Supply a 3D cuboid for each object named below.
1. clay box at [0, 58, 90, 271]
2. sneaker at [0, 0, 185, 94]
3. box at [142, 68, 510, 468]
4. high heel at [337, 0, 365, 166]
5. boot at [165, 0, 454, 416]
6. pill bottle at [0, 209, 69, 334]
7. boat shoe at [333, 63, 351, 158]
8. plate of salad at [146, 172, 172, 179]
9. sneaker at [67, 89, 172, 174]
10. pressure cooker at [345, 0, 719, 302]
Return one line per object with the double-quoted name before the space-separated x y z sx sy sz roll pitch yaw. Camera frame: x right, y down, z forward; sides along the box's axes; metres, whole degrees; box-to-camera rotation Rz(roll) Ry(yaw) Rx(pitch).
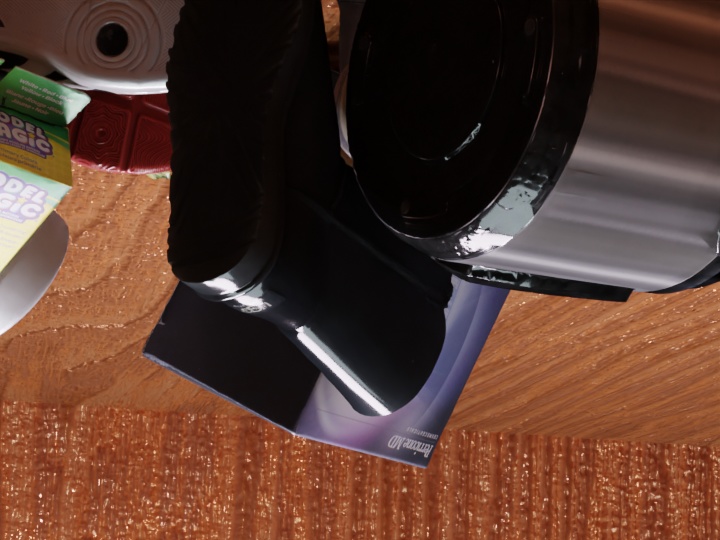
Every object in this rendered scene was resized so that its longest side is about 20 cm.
"clay box" -0.231 -0.032 1.219 0.115 0.048 0.200 20 132 -31
"sneaker" -0.154 -0.127 1.248 0.199 0.073 0.112 10 175 10
"box" 0.000 0.000 1.451 0.123 0.199 0.200 27 -177 26
"high heel" -0.080 -0.074 1.288 0.199 0.143 0.071 0 170 16
"boot" -0.020 -0.045 1.178 0.076 0.201 0.168 -13 150 29
"pill bottle" -0.260 -0.054 1.321 0.113 0.113 0.200 -7 137 47
"boat shoe" 0.077 -0.054 1.257 0.200 0.076 0.072 24 157 -33
"plate of salad" -0.098 -0.079 1.555 0.199 0.048 0.200 3 171 1
"sneaker" -0.180 -0.101 1.428 0.199 0.079 0.116 15 179 2
"pressure cooker" 0.116 -0.077 1.121 0.199 0.177 0.178 8 166 -34
